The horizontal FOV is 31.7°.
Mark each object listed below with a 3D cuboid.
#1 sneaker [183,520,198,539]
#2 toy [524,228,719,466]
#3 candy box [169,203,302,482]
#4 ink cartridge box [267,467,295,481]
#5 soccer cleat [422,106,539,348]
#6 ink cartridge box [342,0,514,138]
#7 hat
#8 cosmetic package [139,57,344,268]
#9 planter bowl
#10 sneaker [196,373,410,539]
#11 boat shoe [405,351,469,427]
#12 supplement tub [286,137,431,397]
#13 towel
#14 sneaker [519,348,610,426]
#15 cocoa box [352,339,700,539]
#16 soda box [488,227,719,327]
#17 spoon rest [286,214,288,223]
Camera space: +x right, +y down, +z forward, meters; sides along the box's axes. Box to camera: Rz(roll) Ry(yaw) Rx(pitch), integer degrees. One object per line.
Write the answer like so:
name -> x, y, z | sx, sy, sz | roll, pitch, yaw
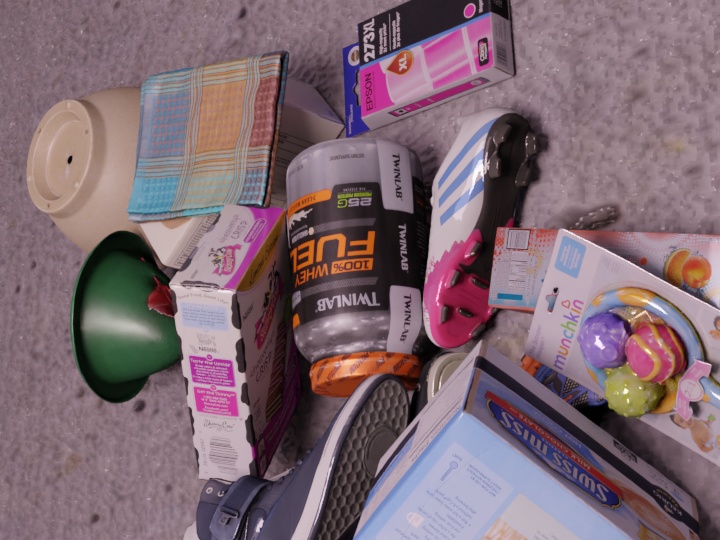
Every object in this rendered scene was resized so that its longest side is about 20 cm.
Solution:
sneaker -> -0.125, 0.319, 1.171 | 0.071, 0.072, 0.202 | -37, 48, 42
toy -> 0.200, 0.068, 0.859 | 0.198, 0.047, 0.116 | 28, 129, 21
candy box -> -0.101, 0.063, 1.091 | 0.060, 0.137, 0.202 | 4, 123, 14
ink cartridge box -> -0.052, 0.288, 1.090 | 0.146, 0.082, 0.203 | -29, 62, 35
soccer cleat -> 0.088, -0.036, 1.051 | 0.086, 0.069, 0.203 | 16, 87, 56
ink cartridge box -> 0.048, -0.192, 1.140 | 0.198, 0.037, 0.096 | -17, 69, 42
hat -> -0.168, 0.050, 1.228 | 0.174, 0.167, 0.201 | -1, 34, 22
cosmetic package -> -0.116, -0.093, 1.225 | 0.201, 0.105, 0.071 | -53, 50, 19
planter bowl -> -0.268, -0.107, 1.349 | 0.198, 0.134, 0.203 | -11, 73, 41
sneaker -> -0.052, 0.164, 1.017 | 0.145, 0.077, 0.204 | 13, 72, 48
boat shoe -> 0.065, 0.164, 1.020 | 0.066, 0.073, 0.203 | -175, 81, -68
supplement tub -> 0.000, 0.000, 1.079 | 0.122, 0.122, 0.203 | -18, 68, 39
towel -> -0.146, -0.122, 1.174 | 0.198, 0.022, 0.149 | -2, 78, 44
sneaker -> 0.135, 0.152, 0.953 | 0.078, 0.075, 0.203 | 24, 99, 40
cocoa box -> 0.115, 0.173, 0.859 | 0.199, 0.131, 0.134 | 37, 110, -2
soda box -> 0.192, 0.006, 0.933 | 0.198, 0.068, 0.065 | 5, 86, 44
spoon rest -> -0.103, 0.036, 1.211 | 0.201, 0.060, 0.100 | -55, 50, 21
